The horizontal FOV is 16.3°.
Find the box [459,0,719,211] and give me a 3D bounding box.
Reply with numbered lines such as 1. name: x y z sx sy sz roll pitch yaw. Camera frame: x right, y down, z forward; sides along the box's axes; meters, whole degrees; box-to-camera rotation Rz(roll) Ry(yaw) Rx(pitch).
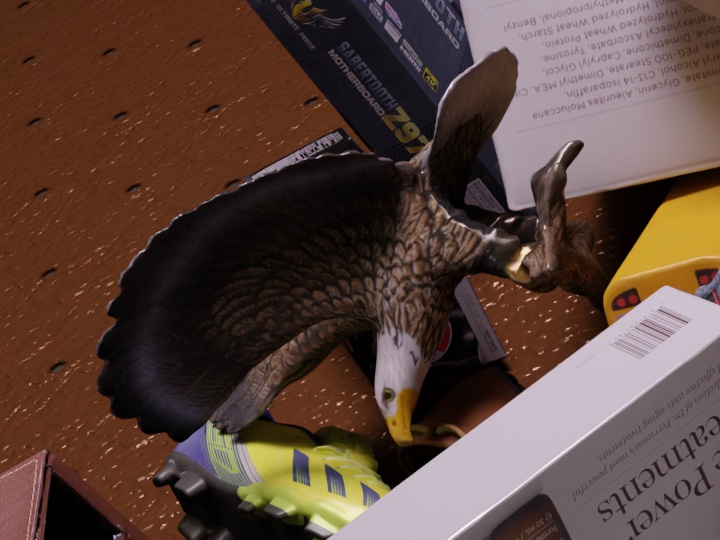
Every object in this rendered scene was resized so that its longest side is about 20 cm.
1. box: 0.167 -0.123 1.182 0.199 0.131 0.199 -12 6 17

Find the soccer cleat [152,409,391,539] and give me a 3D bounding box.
1. soccer cleat: -0.016 0.098 1.113 0.084 0.065 0.200 -37 28 -25

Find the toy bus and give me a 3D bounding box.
1. toy bus: 0.152 0.016 1.066 0.065 0.079 0.200 -15 13 22

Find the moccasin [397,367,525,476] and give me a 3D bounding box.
1. moccasin: 0.064 0.095 1.032 0.078 0.074 0.201 -31 26 -8

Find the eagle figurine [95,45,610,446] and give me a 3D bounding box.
1. eagle figurine: -0.001 0.006 1.067 0.199 0.152 0.151 -7 37 20

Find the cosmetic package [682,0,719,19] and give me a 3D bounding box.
1. cosmetic package: 0.192 -0.127 1.011 0.200 0.051 0.083 32 80 30

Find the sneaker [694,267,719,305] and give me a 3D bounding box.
1. sneaker: 0.197 -0.029 0.993 0.200 0.095 0.079 -50 -3 -43

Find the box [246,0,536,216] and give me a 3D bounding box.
1. box: 0.028 -0.121 1.312 0.051 0.200 0.158 -29 22 26

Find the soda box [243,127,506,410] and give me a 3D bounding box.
1. soda box: 0.004 -0.003 1.267 0.063 0.071 0.200 -30 26 -4

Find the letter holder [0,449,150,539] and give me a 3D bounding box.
1. letter holder: -0.179 0.190 1.025 0.199 0.101 0.143 -28 35 24

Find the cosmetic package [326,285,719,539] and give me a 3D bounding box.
1. cosmetic package: 0.074 0.125 0.885 0.200 0.151 0.052 -36 29 -16
